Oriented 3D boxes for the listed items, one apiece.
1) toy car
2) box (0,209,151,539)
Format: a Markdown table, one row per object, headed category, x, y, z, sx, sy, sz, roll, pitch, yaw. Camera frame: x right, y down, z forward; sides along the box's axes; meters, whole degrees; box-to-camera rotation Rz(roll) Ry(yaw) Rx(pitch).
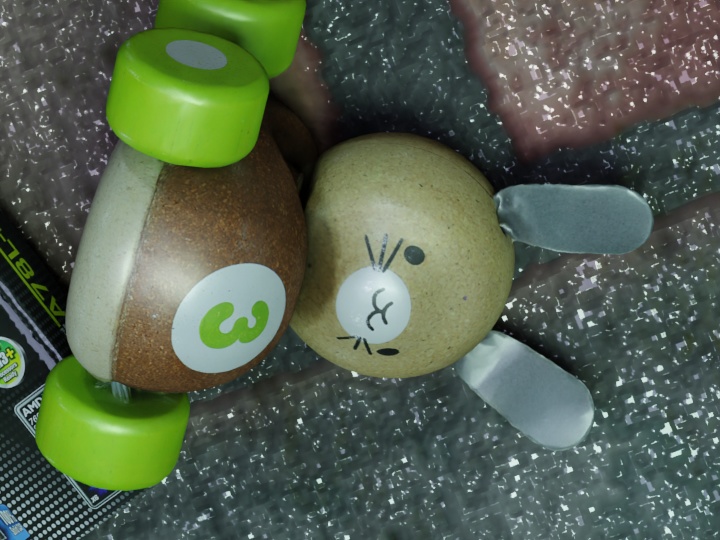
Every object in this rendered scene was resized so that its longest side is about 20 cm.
| category | x | y | z | sx | sy | sz | roll | pitch | yaw |
| --- | --- | --- | --- | --- | --- | --- | --- | --- | --- |
| toy car | 0.000 | 0.000 | 1.002 | 0.199 | 0.158 | 0.165 | 16 | 117 | 1 |
| box | -0.205 | 0.055 | 1.106 | 0.200 | 0.048 | 0.193 | -35 | 97 | 21 |
